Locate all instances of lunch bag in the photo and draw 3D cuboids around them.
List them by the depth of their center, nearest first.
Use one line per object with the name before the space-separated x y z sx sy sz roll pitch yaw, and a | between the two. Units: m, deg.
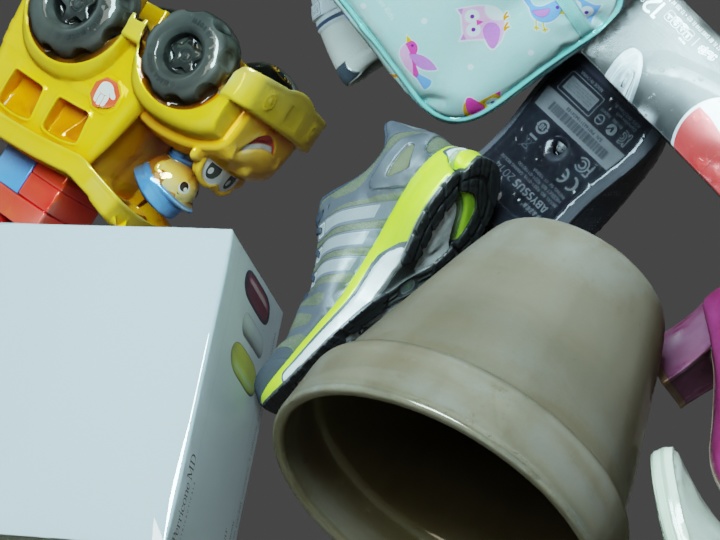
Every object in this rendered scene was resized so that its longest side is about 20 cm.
lunch bag | 0.057 -0.202 1.270 0.160 0.200 0.077 -33 15 18

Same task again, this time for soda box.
soda box | 0.217 -0.071 1.203 0.063 0.071 0.200 -45 72 8

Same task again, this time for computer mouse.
computer mouse | 0.110 -0.056 1.302 0.200 0.053 0.139 -41 60 6

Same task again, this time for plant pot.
plant pot | 0.080 0.072 1.169 0.200 0.200 0.174 20 55 25

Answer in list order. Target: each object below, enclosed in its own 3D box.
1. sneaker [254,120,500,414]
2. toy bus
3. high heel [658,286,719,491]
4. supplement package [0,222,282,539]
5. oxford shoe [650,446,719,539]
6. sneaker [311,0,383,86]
sneaker | 0.000 0.000 1.275 0.200 0.074 0.081 -53 51 5
toy bus | -0.152 -0.082 1.353 0.200 0.136 0.192 29 86 25
high heel | 0.234 0.085 1.171 0.096 0.067 0.200 -33 54 10
supplement package | -0.148 0.085 1.262 0.155 0.111 0.201 2 63 17
oxford shoe | 0.203 0.183 1.127 0.058 0.075 0.200 -24 65 10
sneaker | 0.071 -0.169 1.371 0.199 0.073 0.071 -16 88 3
